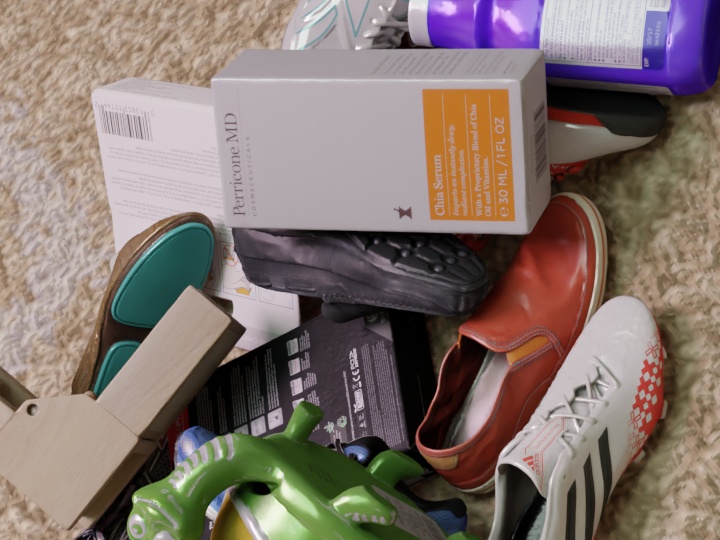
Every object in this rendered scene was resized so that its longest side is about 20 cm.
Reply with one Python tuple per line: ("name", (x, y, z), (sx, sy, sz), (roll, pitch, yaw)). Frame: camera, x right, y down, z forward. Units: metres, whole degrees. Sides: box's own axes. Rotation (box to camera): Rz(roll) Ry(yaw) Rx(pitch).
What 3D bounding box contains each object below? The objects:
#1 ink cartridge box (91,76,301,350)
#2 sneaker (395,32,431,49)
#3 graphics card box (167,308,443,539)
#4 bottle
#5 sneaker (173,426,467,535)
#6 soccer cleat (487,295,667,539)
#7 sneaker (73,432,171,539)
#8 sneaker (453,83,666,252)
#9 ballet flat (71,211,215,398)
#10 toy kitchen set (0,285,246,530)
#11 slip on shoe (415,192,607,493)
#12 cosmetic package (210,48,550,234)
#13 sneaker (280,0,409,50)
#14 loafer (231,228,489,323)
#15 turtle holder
("ink cartridge box", (-0.103, -0.039, 1.613), (0.199, 0.045, 0.178), (13, 116, 42))
("sneaker", (0.005, -0.166, 1.600), (0.200, 0.078, 0.116), (-39, 31, 24))
("graphics card box", (-0.039, 0.106, 1.511), (0.199, 0.051, 0.126), (-28, 54, 29))
("bottle", (0.130, -0.159, 1.437), (0.198, 0.065, 0.084), (6, 80, 21))
("sneaker", (-0.022, 0.135, 1.416), (0.199, 0.079, 0.090), (21, 102, 10))
("soccer cleat", (0.123, 0.105, 1.348), (0.068, 0.085, 0.201), (17, 82, 43))
("sneaker", (-0.163, 0.182, 1.564), (0.080, 0.075, 0.202), (-7, 66, 38))
("sneaker", (0.098, -0.066, 1.467), (0.200, 0.067, 0.109), (3, 113, 13))
("ballet flat", (-0.163, 0.031, 1.621), (0.072, 0.067, 0.201), (55, 131, 51))
("toy kitchen set", (-0.208, 0.049, 1.554), (0.200, 0.163, 0.181), (39, 88, 7))
("slip on shoe", (0.095, 0.042, 1.418), (0.074, 0.061, 0.201), (25, 87, 45))
("cosmetic package", (0.014, -0.082, 1.410), (0.198, 0.071, 0.102), (1, 110, 17))
("sneaker", (-0.002, -0.166, 1.491), (0.080, 0.070, 0.202), (7, 90, 30))
("loafer", (0.000, 0.000, 1.456), (0.200, 0.068, 0.071), (16, 120, 37))
("turtle holder", (-0.029, 0.165, 1.290), (0.141, 0.185, 0.132), (41, 102, 32))
